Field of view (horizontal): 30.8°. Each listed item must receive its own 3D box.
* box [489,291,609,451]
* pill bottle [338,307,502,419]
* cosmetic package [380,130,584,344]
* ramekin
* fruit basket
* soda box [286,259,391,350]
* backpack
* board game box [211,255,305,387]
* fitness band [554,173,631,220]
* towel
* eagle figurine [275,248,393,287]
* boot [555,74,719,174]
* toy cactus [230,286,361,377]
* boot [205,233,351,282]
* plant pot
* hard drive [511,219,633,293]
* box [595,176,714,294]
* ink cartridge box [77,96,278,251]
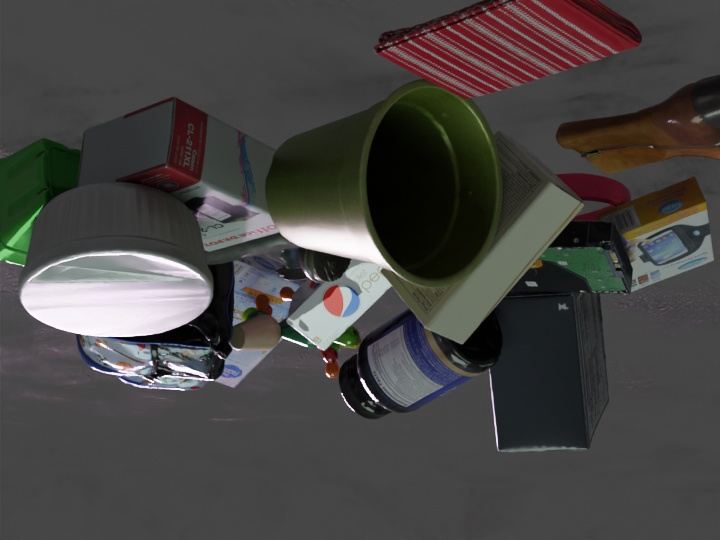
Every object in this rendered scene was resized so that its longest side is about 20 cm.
[{"bbox_3d":[0.238,0.105,1.664,0.123,0.200,0.198,-4,-170,18],"label":"box"},{"bbox_3d":[0.067,0.106,1.588,0.112,0.112,0.200,17,143,-36],"label":"pill bottle"},{"bbox_3d":[0.126,-0.034,1.376,0.073,0.104,0.200,24,112,-47],"label":"cosmetic package"},{"bbox_3d":[-0.253,-0.013,1.366,0.202,0.094,0.202,-4,154,-2],"label":"ramekin"},{"bbox_3d":[-0.344,-0.050,1.513,0.215,0.156,0.216,-7,148,-5],"label":"fruit basket"},{"bbox_3d":[0.000,0.000,1.538,0.064,0.068,0.200,38,115,-14],"label":"soda box"},{"bbox_3d":[-0.255,0.052,1.608,0.190,0.200,0.154,8,133,-12],"label":"backpack"},{"bbox_3d":[-0.182,0.062,1.789,0.200,0.041,0.200,-44,141,17],"label":"board game box"},{"bbox_3d":[0.220,-0.067,1.532,0.200,0.038,0.144,-13,153,36],"label":"fitness band"},{"bbox_3d":[0.131,-0.204,1.163,0.200,0.023,0.144,-12,158,41],"label":"towel"},{"bbox_3d":[0.001,-0.006,1.646,0.200,0.151,0.152,30,118,7],"label":"eagle figurine"},{"bbox_3d":[0.327,-0.117,1.317,0.188,0.069,0.200,19,156,-40],"label":"boot"},{"bbox_3d":[-0.100,0.081,1.667,0.200,0.102,0.165,23,-160,38],"label":"toy cactus"},{"bbox_3d":[-0.105,-0.035,1.508,0.200,0.182,0.073,-3,115,20],"label":"boot"},{"bbox_3d":[0.008,-0.085,1.319,0.200,0.200,0.190,21,167,-42],"label":"plant pot"},{"bbox_3d":[0.198,-0.016,1.478,0.200,0.038,0.140,2,159,23],"label":"hard drive"},{"bbox_3d":[0.350,-0.033,1.539,0.119,0.042,0.200,-22,152,9],"label":"box"},{"bbox_3d":[-0.181,-0.098,1.416,0.146,0.083,0.200,-14,154,37],"label":"ink cartridge box"}]
